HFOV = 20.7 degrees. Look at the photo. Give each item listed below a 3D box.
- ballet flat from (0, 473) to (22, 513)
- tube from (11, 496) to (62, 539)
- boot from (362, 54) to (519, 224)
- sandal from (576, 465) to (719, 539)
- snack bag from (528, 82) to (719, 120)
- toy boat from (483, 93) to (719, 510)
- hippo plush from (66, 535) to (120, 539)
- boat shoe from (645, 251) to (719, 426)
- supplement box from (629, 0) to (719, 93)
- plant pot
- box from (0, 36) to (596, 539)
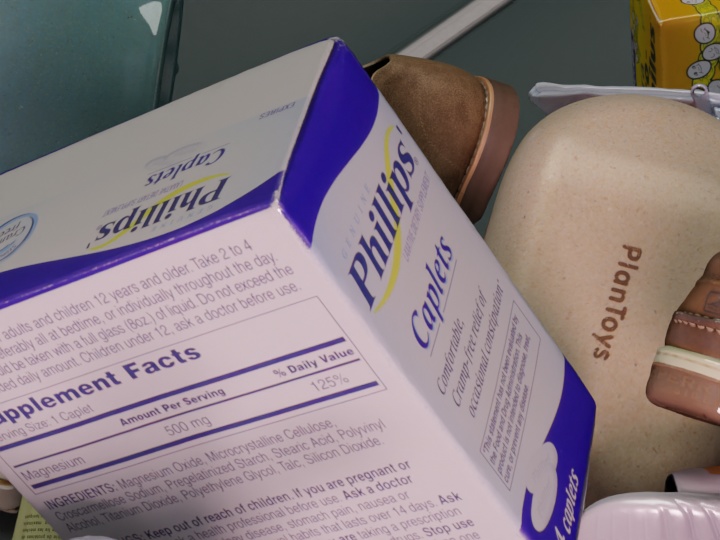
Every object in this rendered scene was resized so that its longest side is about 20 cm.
[{"bbox_3d":[-0.143,0.074,0.909,0.199,0.073,0.073,-7,30,-12],"label":"ballet flat"},{"bbox_3d":[-0.114,0.081,0.849,0.058,0.052,0.201,-26,50,45],"label":"tube"},{"bbox_3d":[0.000,0.000,0.884,0.075,0.201,0.074,17,5,-23],"label":"boot"},{"bbox_3d":[0.182,0.111,0.774,0.205,0.080,0.059,3,29,0],"label":"sandal"},{"bbox_3d":[0.193,-0.054,0.986,0.199,0.022,0.189,6,-11,20],"label":"snack bag"},{"bbox_3d":[0.114,0.025,0.887,0.130,0.131,0.201,16,74,7],"label":"toy boat"},{"bbox_3d":[-0.107,0.155,0.662,0.158,0.201,0.161,4,16,-26],"label":"hippo plush"},{"bbox_3d":[0.190,0.037,0.792,0.074,0.075,0.202,14,-3,36],"label":"boat shoe"},{"bbox_3d":[0.258,-0.126,1.114,0.199,0.109,0.110,-7,30,1],"label":"supplement box"},{"bbox_3d":[-0.203,-0.127,1.154,0.187,0.201,0.200,9,31,-3],"label":"plant pot"},{"bbox_3d":[-0.038,0.040,0.748,0.183,0.200,0.105,-19,33,30],"label":"box"}]
